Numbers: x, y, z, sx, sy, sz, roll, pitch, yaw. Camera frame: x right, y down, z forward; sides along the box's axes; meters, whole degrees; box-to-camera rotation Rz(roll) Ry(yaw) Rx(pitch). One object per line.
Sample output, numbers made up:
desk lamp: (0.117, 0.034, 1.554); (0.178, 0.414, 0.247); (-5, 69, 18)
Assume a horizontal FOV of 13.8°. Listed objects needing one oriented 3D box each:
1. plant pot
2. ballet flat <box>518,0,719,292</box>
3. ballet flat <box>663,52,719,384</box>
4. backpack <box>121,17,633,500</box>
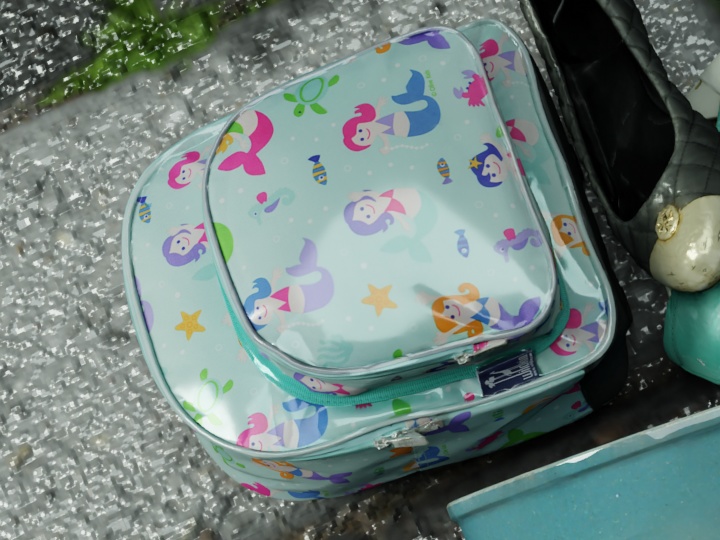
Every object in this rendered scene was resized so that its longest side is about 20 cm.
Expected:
plant pot: (0.157, 0.149, 1.159); (0.199, 0.200, 0.189); (-19, 84, 3)
ballet flat: (0.109, -0.064, 1.274); (0.066, 0.057, 0.200); (-48, 42, 25)
ballet flat: (0.164, -0.046, 1.286); (0.070, 0.067, 0.201); (0, 67, 31)
backpack: (0.000, 0.000, 1.259); (0.199, 0.151, 0.178); (-20, 70, 8)
